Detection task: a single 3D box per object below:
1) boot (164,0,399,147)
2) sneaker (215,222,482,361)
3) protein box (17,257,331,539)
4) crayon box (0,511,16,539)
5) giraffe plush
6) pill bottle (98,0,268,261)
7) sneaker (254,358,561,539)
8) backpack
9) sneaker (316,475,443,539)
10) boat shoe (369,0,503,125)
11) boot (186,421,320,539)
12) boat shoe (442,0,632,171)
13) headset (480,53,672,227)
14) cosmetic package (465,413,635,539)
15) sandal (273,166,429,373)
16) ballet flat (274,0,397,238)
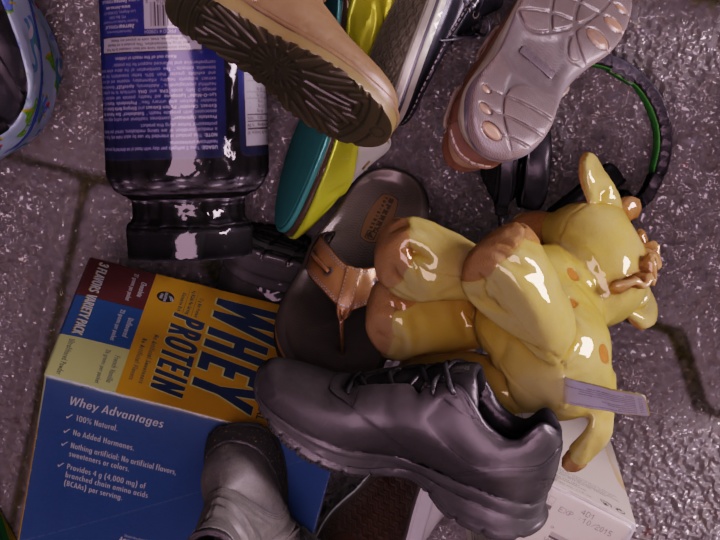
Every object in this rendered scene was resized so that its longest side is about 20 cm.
[{"bbox_3d":[-0.011,-0.199,1.340,0.175,0.200,0.066,36,147,-5],"label":"boot"},{"bbox_3d":[-0.011,0.036,1.469,0.199,0.076,0.091,20,111,6],"label":"sneaker"},{"bbox_3d":[-0.121,0.129,1.428,0.198,0.135,0.201,14,126,-2],"label":"protein box"},{"bbox_3d":[-0.363,0.215,1.530,0.199,0.058,0.173,-24,103,8],"label":"crayon box"},{"bbox_3d":[0.121,0.011,1.338,0.199,0.162,0.173,21,136,17],"label":"giraffe plush"},{"bbox_3d":[-0.118,-0.109,1.393,0.111,0.112,0.201,-1,94,3],"label":"pill bottle"},{"bbox_3d":[0.033,0.088,1.284,0.199,0.076,0.091,20,117,2],"label":"sneaker"},{"bbox_3d":[-0.284,-0.166,1.395,0.163,0.154,0.201,-30,80,7],"label":"backpack"},{"bbox_3d":[0.035,0.173,1.480,0.073,0.085,0.200,33,91,33],"label":"sneaker"},{"bbox_3d":[0.061,-0.178,1.380,0.062,0.075,0.201,29,77,-21],"label":"boat shoe"},{"bbox_3d":[-0.065,0.206,1.310,0.067,0.131,0.200,-12,123,16],"label":"boot"},{"bbox_3d":[0.111,-0.140,1.375,0.076,0.200,0.072,45,146,-6],"label":"boat shoe"},{"bbox_3d":[0.133,-0.057,1.445,0.123,0.094,0.200,31,89,-2],"label":"headset"},{"bbox_3d":[0.126,0.163,1.424,0.071,0.200,0.105,27,105,-6],"label":"cosmetic package"},{"bbox_3d":[0.000,0.000,1.396,0.081,0.200,0.055,23,145,6],"label":"sandal"},{"bbox_3d":[-0.006,-0.114,1.430,0.067,0.067,0.201,7,104,-22],"label":"ballet flat"}]
